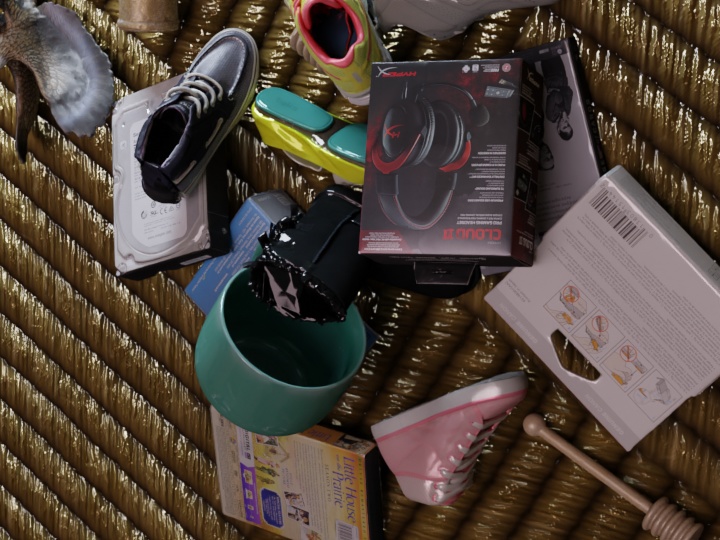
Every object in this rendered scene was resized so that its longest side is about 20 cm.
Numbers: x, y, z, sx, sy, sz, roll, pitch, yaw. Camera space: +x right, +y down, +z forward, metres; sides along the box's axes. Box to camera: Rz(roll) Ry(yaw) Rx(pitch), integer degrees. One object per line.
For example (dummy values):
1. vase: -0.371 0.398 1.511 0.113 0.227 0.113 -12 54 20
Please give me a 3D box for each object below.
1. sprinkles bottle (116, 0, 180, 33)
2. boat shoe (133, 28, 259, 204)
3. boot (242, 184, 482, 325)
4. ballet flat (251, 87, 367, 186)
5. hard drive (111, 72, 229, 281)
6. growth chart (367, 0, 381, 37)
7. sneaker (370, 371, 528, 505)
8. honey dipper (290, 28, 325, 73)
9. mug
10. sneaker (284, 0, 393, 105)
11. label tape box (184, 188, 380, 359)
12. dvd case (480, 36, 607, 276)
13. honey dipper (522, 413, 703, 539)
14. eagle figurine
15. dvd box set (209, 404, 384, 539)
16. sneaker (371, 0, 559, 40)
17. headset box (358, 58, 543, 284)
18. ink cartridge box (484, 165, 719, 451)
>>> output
1. sprinkles bottle: -0.221 -0.351 1.760 0.068 0.068 0.201 11 107 31
2. boat shoe: -0.162 -0.167 1.694 0.075 0.093 0.200 22 76 7
3. boot: 0.001 0.000 1.615 0.198 0.162 0.073 27 127 12
4. ballet flat: -0.027 -0.122 1.694 0.200 0.067 0.067 27 135 29
5. hard drive: -0.203 -0.101 1.781 0.139 0.038 0.201 -14 70 36
6. growth chart: -0.022 -0.320 1.666 0.200 0.018 0.145 42 121 20
7. sneaker: 0.101 0.169 1.657 0.200 0.075 0.105 -27 81 42
8. honey dipper: 0.009 -0.176 1.644 0.200 0.038 0.038 43 121 25
9. mug: -0.078 0.075 1.649 0.152 0.185 0.114 33 134 1
10. sneaker: -0.034 -0.255 1.603 0.078 0.090 0.200 -35 68 11
11. label tape box: -0.071 0.037 1.751 0.200 0.066 0.143 46 122 14
12. dvd case: 0.157 -0.105 1.590 0.150 0.025 0.201 -12 95 35
13. honey dipper: 0.234 0.196 1.600 0.200 0.038 0.038 36 118 24
14. eagle figurine: -0.369 -0.233 1.863 0.151 0.152 0.200 -36 109 -1
15. dvd box set: -0.067 0.222 1.790 0.200 0.029 0.147 14 123 31
16. sneaker: 0.100 -0.257 1.578 0.200 0.076 0.092 9 133 23
17. headset box: 0.083 -0.086 1.536 0.148 0.075 0.201 2 83 22
18. ink cartridge box: 0.240 0.035 1.535 0.200 0.045 0.176 47 121 6
